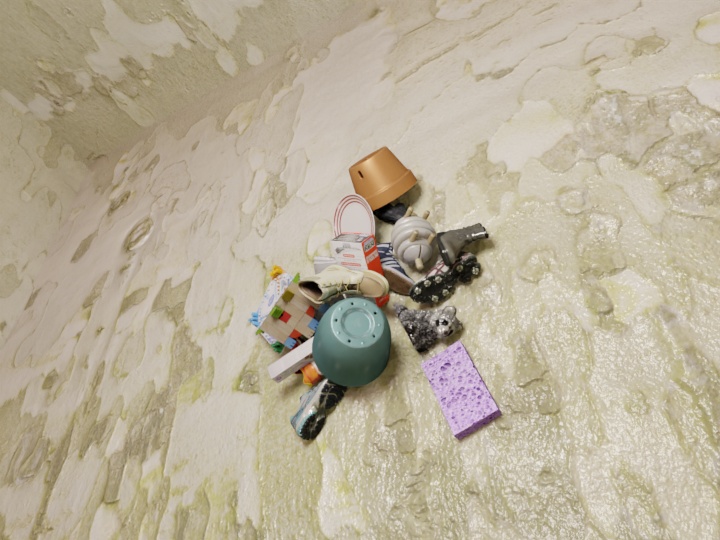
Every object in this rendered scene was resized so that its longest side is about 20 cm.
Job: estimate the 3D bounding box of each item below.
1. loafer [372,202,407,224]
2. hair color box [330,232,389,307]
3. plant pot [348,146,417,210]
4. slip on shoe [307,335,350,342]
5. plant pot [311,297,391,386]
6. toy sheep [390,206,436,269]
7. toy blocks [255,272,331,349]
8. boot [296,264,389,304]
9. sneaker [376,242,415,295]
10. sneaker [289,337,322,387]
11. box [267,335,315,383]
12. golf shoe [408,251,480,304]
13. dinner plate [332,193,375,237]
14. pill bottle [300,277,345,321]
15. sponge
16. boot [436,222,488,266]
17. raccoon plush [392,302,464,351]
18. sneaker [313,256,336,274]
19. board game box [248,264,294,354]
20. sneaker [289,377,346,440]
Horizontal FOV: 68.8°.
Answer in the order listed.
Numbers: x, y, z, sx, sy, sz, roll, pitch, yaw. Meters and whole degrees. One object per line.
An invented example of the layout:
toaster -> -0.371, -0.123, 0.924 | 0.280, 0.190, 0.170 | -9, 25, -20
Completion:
loafer -> 0.114, -0.172, 1.590 | 0.071, 0.068, 0.200 | -55, 40, -4
hair color box -> 0.000, 0.000, 1.430 | 0.111, 0.201, 0.064 | 7, 32, 39
plant pot -> 0.054, -0.287, 1.621 | 0.200, 0.140, 0.200 | -30, 14, 9
slip on shoe -> -0.057, 0.185, 1.419 | 0.199, 0.061, 0.076 | 1, 56, 37
plant pot -> -0.016, 0.159, 1.272 | 0.200, 0.161, 0.201 | 3, 60, -5
toy sheep -> 0.146, -0.084, 1.432 | 0.137, 0.138, 0.200 | -21, 44, 21
toy blocks -> -0.167, 0.125, 1.398 | 0.200, 0.137, 0.100 | -55, 8, 1
boot -> -0.044, 0.042, 1.330 | 0.199, 0.072, 0.155 | 14, 21, 30
sneaker -> 0.093, -0.011, 1.469 | 0.200, 0.070, 0.108 | 27, 49, 29
sneaker -> -0.170, 0.237, 1.452 | 0.077, 0.073, 0.200 | -44, 40, 2
box -> -0.151, 0.223, 1.384 | 0.200, 0.039, 0.041 | -35, 53, 4
golf shoe -> 0.212, 0.018, 1.365 | 0.199, 0.077, 0.088 | -28, 25, 1
dinner plate -> -0.017, -0.135, 1.612 | 0.200, 0.024, 0.201 | 11, 105, 47
pill bottle -> -0.143, 0.085, 1.530 | 0.200, 0.111, 0.111 | 22, 70, 45
sponge -> 0.220, 0.263, 1.176 | 0.111, 0.030, 0.200 | -33, 42, 9
boot -> 0.263, -0.079, 1.343 | 0.130, 0.068, 0.200 | -17, 16, 12
raccoon plush -> 0.163, 0.107, 1.310 | 0.134, 0.097, 0.200 | -29, 42, 1
sneaker -> -0.053, 0.003, 1.582 | 0.199, 0.075, 0.082 | 5, 92, 34
board game box -> -0.241, 0.108, 1.521 | 0.200, 0.026, 0.201 | 35, 102, 48
sneaker -> -0.112, 0.322, 1.336 | 0.086, 0.078, 0.200 | 20, 69, 48
